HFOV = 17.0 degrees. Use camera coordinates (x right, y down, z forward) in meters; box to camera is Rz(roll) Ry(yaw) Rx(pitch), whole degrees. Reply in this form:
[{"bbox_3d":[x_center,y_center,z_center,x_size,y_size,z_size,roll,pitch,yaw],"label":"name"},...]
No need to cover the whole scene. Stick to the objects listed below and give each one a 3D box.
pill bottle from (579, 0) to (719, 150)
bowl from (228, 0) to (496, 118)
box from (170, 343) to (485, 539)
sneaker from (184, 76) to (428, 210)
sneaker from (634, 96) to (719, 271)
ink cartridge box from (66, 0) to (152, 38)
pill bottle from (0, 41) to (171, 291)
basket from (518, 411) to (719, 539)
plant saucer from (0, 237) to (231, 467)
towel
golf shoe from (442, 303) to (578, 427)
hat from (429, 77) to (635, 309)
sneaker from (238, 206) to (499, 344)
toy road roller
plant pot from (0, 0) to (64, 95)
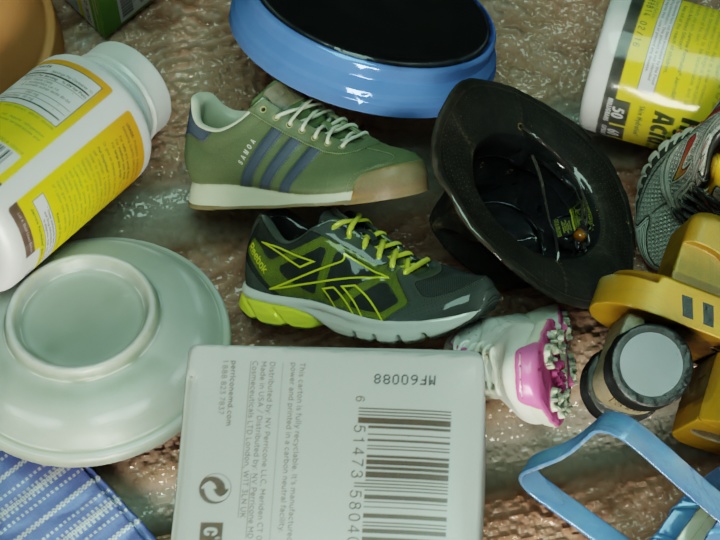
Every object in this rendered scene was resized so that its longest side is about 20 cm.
[{"bbox_3d":[0.268,-0.131,1.758,0.200,0.111,0.111,16,66,7],"label":"pill bottle"},{"bbox_3d":[0.005,-0.180,1.761,0.200,0.039,0.201,12,33,-8],"label":"bowl"},{"bbox_3d":[-0.019,0.170,1.581,0.200,0.171,0.199,2,65,3],"label":"box"},{"bbox_3d":[-0.046,-0.092,1.704,0.200,0.067,0.090,-1,101,35],"label":"sneaker"},{"bbox_3d":[0.248,-0.068,1.686,0.078,0.200,0.082,26,42,-4],"label":"sneaker"},{"bbox_3d":[-0.235,-0.293,1.810,0.076,0.148,0.200,-41,71,-16],"label":"ink cartridge box"},{"bbox_3d":[-0.225,-0.080,1.717,0.109,0.109,0.200,34,52,14],"label":"pill bottle"},{"bbox_3d":[0.208,0.175,1.585,0.200,0.176,0.139,35,69,-5],"label":"basket"},{"bbox_3d":[-0.192,0.043,1.681,0.200,0.050,0.200,-3,50,4],"label":"plant saucer"},{"bbox_3d":[-0.252,0.170,1.667,0.145,0.024,0.200,-39,69,-15],"label":"towel"},{"bbox_3d":[0.099,0.067,1.634,0.091,0.200,0.075,-4,93,7],"label":"golf shoe"},{"bbox_3d":[0.104,-0.041,1.715,0.201,0.081,0.201,27,46,-32],"label":"hat"},{"bbox_3d":[0.000,0.000,1.670,0.200,0.074,0.085,4,105,26],"label":"sneaker"},{"bbox_3d":[0.253,0.050,1.642,0.200,0.123,0.146,21,79,-1],"label":"toy road roller"},{"bbox_3d":[-0.324,-0.190,1.766,0.200,0.140,0.200,0,64,0],"label":"plant pot"}]
